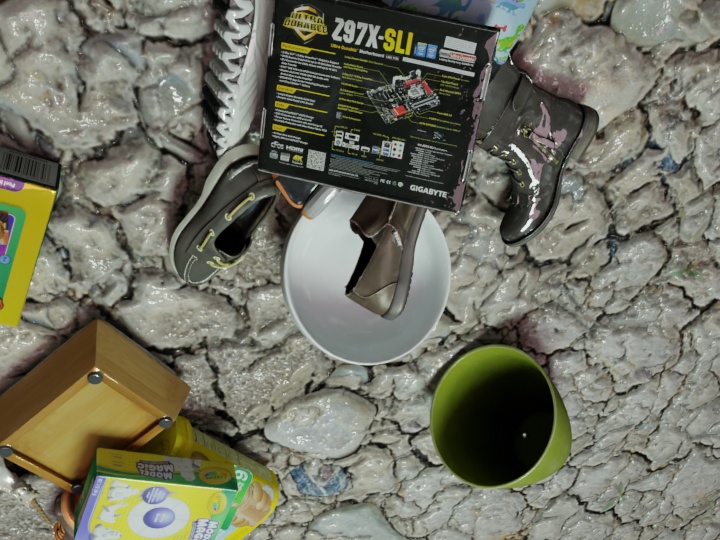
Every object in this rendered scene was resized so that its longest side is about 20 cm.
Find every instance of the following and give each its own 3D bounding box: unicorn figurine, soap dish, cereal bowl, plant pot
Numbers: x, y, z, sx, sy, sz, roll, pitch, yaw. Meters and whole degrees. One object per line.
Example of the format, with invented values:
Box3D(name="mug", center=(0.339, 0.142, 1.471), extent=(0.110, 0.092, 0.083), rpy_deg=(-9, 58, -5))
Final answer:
Box3D(name="unicorn figurine", center=(-0.479, 0.245, 0.921), extent=(0.195, 0.075, 0.139), rpy_deg=(0, 136, -1))
Box3D(name="soap dish", center=(-0.325, 0.169, 0.901), extent=(0.199, 0.082, 0.157), rpy_deg=(-37, 128, 9))
Box3D(name="cereal bowl", center=(0.000, 0.000, 0.864), extent=(0.195, 0.083, 0.206), rpy_deg=(-2, 95, -17))
Box3D(name="plant pot", center=(0.224, 0.225, 1.082), extent=(0.187, 0.189, 0.199), rpy_deg=(-41, 142, 14))

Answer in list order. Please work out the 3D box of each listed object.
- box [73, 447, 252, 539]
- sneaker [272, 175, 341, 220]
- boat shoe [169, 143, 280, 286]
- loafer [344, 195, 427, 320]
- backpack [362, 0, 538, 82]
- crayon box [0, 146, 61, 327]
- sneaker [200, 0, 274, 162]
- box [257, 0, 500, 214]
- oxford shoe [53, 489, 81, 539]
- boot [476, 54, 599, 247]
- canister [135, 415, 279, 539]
Box3D(name="box", center=(-0.236, 0.284, 0.925), extent=(0.196, 0.049, 0.119), rpy_deg=(12, 119, -27))
Box3D(name="sneaker", center=(-0.024, -0.155, 0.749), extent=(0.112, 0.078, 0.200), rpy_deg=(44, 102, -5))
Box3D(name="boat shoe", center=(-0.144, -0.040, 0.790), extent=(0.071, 0.061, 0.202), rpy_deg=(-15, 153, -41))
Box3D(name="loafer", center=(0.026, -0.053, 0.787), extent=(0.069, 0.073, 0.205), rpy_deg=(9, 88, -15))
Box3D(name="backpack", center=(0.107, -0.289, 0.689), extent=(0.160, 0.154, 0.203), rpy_deg=(21, 104, -22))
Box3D(name="crayon box", center=(-0.412, -0.046, 0.732), extent=(0.196, 0.059, 0.174), rpy_deg=(16, 120, -27))
Box3D(name="sneaker", center=(-0.105, -0.192, 0.724), extent=(0.079, 0.076, 0.203), rpy_deg=(-2, 126, -27))
Box3D(name="box", center=(0.012, -0.151, 0.677), extent=(0.195, 0.049, 0.163), rpy_deg=(12, 112, 6))
Box3D(name="oxford shoe", center=(-0.373, 0.343, 0.997), extent=(0.071, 0.072, 0.202), rpy_deg=(-9, 143, -6))
Box3D(name="boot", center=(0.159, -0.138, 0.857), extent=(0.171, 0.070, 0.203), rpy_deg=(17, 111, -25))
Box3D(name="canister", center=(-0.223, 0.291, 1.023), extent=(0.148, 0.087, 0.199), rpy_deg=(-40, 128, 12))
